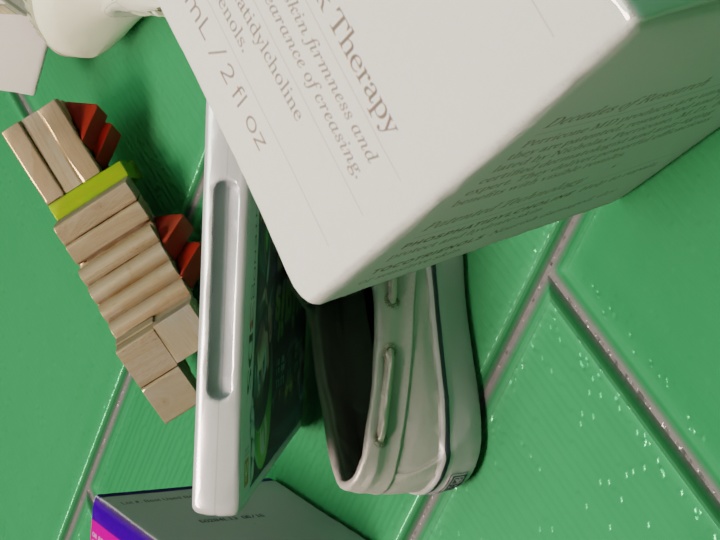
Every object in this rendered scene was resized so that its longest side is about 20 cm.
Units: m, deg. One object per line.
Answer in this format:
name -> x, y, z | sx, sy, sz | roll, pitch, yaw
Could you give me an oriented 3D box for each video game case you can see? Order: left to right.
video game case -> -0.043, -0.003, 0.949 | 0.200, 0.023, 0.182 | -49, -38, -82

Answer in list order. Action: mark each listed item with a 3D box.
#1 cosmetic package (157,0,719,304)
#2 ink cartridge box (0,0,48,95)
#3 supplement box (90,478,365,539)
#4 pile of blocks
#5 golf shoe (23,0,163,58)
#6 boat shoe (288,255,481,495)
cosmetic package -> 0.053, -0.118, 0.743 | 0.200, 0.166, 0.167 | -41, 72, 50
ink cartridge box -> -0.202, -0.220, 1.200 | 0.146, 0.084, 0.200 | -108, 32, -52
supplement box -> -0.070, 0.212, 1.031 | 0.103, 0.101, 0.200 | 25, 113, 54
pile of blocks -> -0.116, -0.014, 1.145 | 0.062, 0.082, 0.200 | -32, 67, 5
golf shoe -> -0.110, -0.152, 1.107 | 0.097, 0.078, 0.200 | 61, 144, 17
boat shoe -> 0.000, 0.000, 0.947 | 0.072, 0.066, 0.200 | -18, 77, 56
